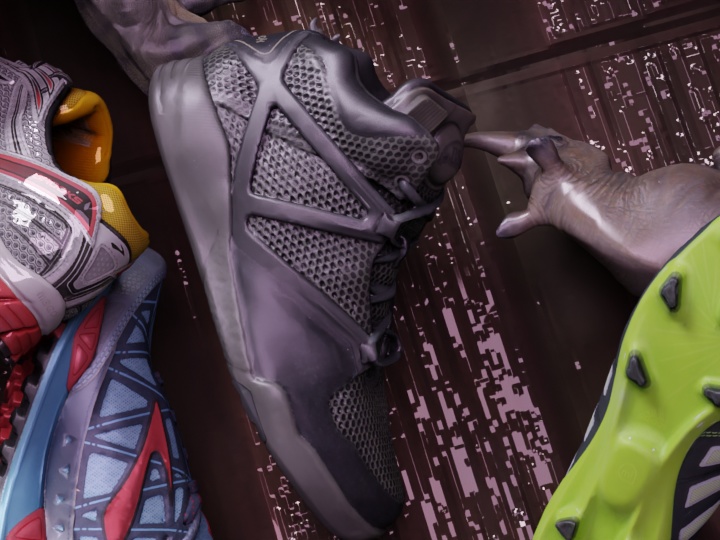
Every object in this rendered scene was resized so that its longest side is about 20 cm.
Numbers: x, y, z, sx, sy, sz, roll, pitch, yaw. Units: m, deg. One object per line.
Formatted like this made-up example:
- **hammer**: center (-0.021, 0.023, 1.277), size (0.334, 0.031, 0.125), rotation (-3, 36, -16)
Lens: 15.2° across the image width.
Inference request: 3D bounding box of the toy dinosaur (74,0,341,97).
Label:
- **toy dinosaur**: center (-0.064, -0.094, 1.103), size (0.088, 0.047, 0.200), rotation (-31, 90, -25)

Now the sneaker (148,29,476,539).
- **sneaker**: center (0.000, 0.000, 1.034), size (0.114, 0.076, 0.200), rotation (-18, 85, 13)

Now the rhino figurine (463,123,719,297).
- **rhino figurine**: center (0.129, -0.014, 1.051), size (0.200, 0.060, 0.087), rotation (25, 29, 9)

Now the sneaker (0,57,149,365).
- **sneaker**: center (-0.135, -0.047, 1.046), size (0.082, 0.078, 0.200), rotation (-30, 46, -1)

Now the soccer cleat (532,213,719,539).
- **soccer cleat**: center (0.121, 0.052, 1.002), size (0.067, 0.081, 0.200), rotation (33, 106, 12)

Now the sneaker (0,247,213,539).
- **sneaker**: center (-0.098, 0.087, 1.041), size (0.095, 0.079, 0.200), rotation (19, 73, -15)
